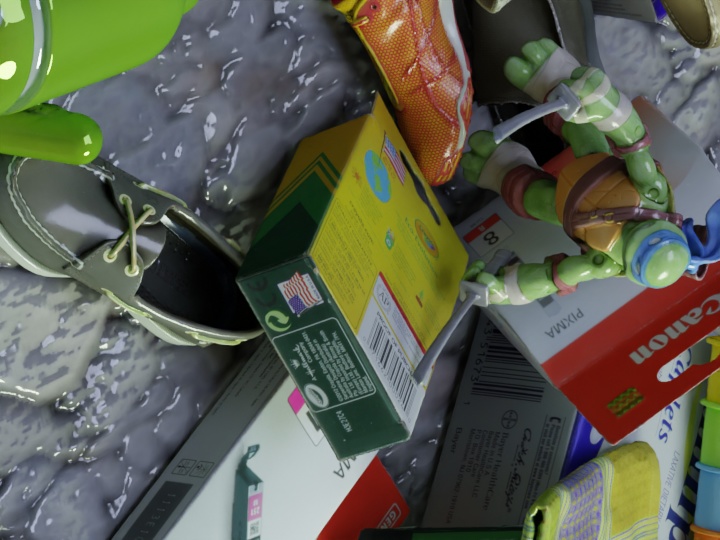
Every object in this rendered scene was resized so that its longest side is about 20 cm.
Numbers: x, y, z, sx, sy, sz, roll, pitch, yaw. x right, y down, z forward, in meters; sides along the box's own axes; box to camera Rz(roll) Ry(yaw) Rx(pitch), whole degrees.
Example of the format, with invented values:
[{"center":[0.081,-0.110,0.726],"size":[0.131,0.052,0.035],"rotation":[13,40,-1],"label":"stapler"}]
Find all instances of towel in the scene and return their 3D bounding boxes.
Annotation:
[{"center":[0.136,0.182,1.673],"size":[0.200,0.023,0.144],"rotation":[-13,106,-65],"label":"towel"}]

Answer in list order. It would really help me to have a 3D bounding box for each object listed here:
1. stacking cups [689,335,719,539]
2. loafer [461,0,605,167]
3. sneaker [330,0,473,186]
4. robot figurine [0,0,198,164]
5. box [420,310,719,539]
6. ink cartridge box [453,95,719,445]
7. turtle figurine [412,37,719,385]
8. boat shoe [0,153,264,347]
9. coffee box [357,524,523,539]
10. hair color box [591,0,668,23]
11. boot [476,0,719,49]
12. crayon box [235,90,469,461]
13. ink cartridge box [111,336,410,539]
[{"center":[0.237,0.143,1.793],"size":[0.060,0.060,0.201],"rotation":[-1,97,-48],"label":"stacking cups"},{"center":[0.106,-0.130,1.762],"size":[0.070,0.075,0.200],"rotation":[-53,129,-36],"label":"loafer"},{"center":[0.021,-0.143,1.686],"size":[0.077,0.073,0.201],"rotation":[-15,112,-13],"label":"sneaker"},{"center":[-0.168,-0.142,1.426],"size":[0.200,0.116,0.176],"rotation":[-25,133,-44],"label":"robot figurine"},{"center":[0.155,0.112,1.818],"size":[0.200,0.105,0.184],"rotation":[28,73,-46],"label":"box"},{"center":[0.156,-0.004,1.699],"size":[0.162,0.200,0.050],"rotation":[-35,126,-5],"label":"ink cartridge box"},{"center":[0.097,-0.056,1.636],"size":[0.199,0.194,0.144],"rotation":[-12,119,-10],"label":"turtle figurine"},{"center":[-0.123,-0.016,1.528],"size":[0.202,0.060,0.072],"rotation":[35,68,-44],"label":"boat shoe"},{"center":[0.066,0.249,1.703],"size":[0.044,0.123,0.201],"rotation":[-69,156,-66],"label":"coffee box"},{"center":[0.133,-0.255,1.750],"size":[0.065,0.109,0.200],"rotation":[-40,123,-27],"label":"hair color box"},{"center":[0.131,-0.187,1.653],"size":[0.155,0.072,0.200],"rotation":[-37,115,-22],"label":"boot"},{"center":[0.000,0.000,1.625],"size":[0.127,0.051,0.200],"rotation":[61,25,-21],"label":"crayon box"},{"center":[-0.043,0.152,1.648],"size":[0.200,0.043,0.174],"rotation":[-53,128,-31],"label":"ink cartridge box"}]
